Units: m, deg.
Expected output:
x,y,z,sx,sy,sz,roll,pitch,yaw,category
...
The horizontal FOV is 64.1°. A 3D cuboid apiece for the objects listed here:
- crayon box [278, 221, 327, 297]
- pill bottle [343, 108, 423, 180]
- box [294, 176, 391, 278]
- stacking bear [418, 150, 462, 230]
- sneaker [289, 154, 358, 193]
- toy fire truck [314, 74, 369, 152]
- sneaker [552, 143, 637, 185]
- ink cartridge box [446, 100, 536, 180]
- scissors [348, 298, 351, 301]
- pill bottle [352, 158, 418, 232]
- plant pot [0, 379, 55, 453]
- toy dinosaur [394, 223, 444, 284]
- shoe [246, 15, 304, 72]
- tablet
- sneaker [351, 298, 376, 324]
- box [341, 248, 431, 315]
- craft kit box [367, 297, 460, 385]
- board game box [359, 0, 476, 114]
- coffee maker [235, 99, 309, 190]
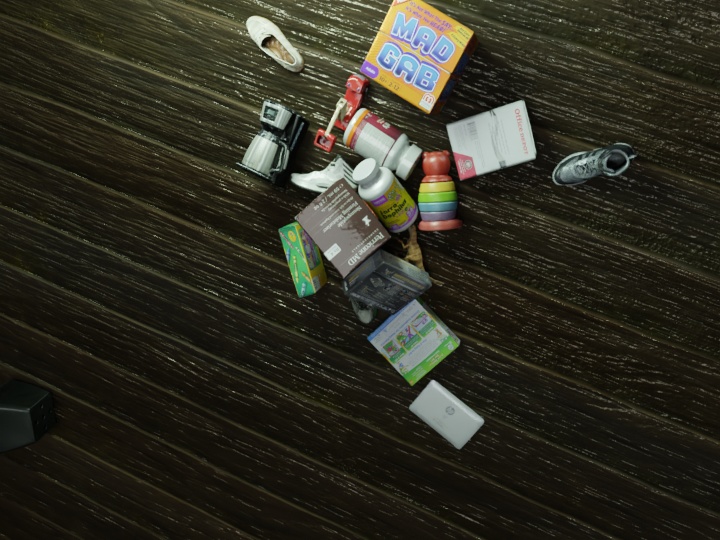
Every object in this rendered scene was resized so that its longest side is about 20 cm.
x,y,z,sx,sy,sz,roll,pitch,yaw,category
-0.163,-0.039,1.665,0.057,0.119,0.203,-13,100,18,crayon box
0.061,-0.332,1.528,0.198,0.110,0.110,33,111,5,pill bottle
-0.041,-0.111,1.507,0.165,0.164,0.201,-40,91,3,box
0.204,-0.213,1.525,0.119,0.114,0.204,-2,100,16,stacking bear
-0.097,-0.273,1.619,0.197,0.076,0.117,15,99,3,sneaker
-0.047,-0.419,1.519,0.048,0.141,0.202,27,110,6,toy fire truck
0.568,-0.256,1.402,0.197,0.114,0.077,-17,99,19,sneaker
0.334,-0.331,1.465,0.197,0.083,0.148,-14,100,18,ink cartridge box
0.000,0.000,1.687,0.073,0.014,0.201,37,114,-5,scissors
0.063,-0.199,1.517,0.103,0.105,0.200,-29,129,20,pill bottle
-1.234,0.531,2.092,0.174,0.200,0.203,0,105,2,plant pot
0.151,-0.033,1.610,0.105,0.060,0.203,-17,99,18,toy dinosaur
-0.236,-0.620,1.565,0.199,0.053,0.070,42,111,2,shoe
0.257,0.433,1.729,0.199,0.014,0.131,38,111,3,tablet
-0.003,0.065,1.659,0.077,0.085,0.203,-9,110,14,sneaker
0.072,0.036,1.566,0.198,0.049,0.158,23,129,-38,box
0.154,0.201,1.681,0.198,0.048,0.200,47,111,2,craft kit box
0.148,-0.523,1.404,0.198,0.200,0.202,32,111,5,board game box
-0.235,-0.347,1.593,0.133,0.192,0.203,25,93,1,coffee maker
